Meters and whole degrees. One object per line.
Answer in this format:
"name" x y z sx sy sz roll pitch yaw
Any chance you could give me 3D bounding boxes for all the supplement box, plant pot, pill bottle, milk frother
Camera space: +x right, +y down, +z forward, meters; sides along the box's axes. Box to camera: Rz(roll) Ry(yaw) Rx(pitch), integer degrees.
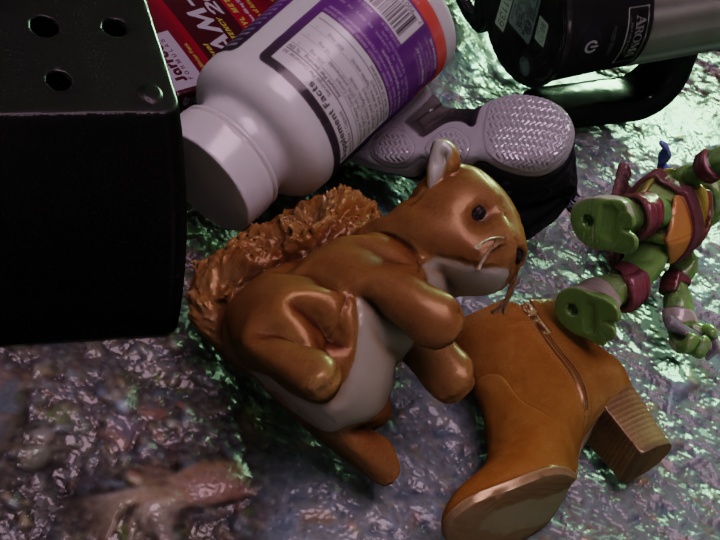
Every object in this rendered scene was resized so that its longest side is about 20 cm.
"supplement box" -0.084 -0.166 1.233 0.200 0.061 0.109 -22 62 -34
"plant pot" -0.207 -0.085 1.037 0.199 0.178 0.200 -3 55 -24
"pill bottle" -0.038 -0.120 1.131 0.111 0.112 0.200 40 65 12
"milk frother" 0.175 -0.226 1.311 0.188 0.181 0.200 -11 64 -25

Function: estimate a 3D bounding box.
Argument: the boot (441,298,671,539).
"boot" 0.093 0.091 1.096 0.201 0.071 0.144 -16 54 -38

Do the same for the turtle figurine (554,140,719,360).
"turtle figurine" 0.234 -0.011 1.150 0.194 0.144 0.200 -19 69 -44

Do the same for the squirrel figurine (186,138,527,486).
"squirrel figurine" 0.000 0.000 1.055 0.200 0.142 0.187 31 75 41

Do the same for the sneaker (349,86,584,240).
"sneaker" 0.069 -0.071 1.212 0.199 0.114 0.076 9 59 31
